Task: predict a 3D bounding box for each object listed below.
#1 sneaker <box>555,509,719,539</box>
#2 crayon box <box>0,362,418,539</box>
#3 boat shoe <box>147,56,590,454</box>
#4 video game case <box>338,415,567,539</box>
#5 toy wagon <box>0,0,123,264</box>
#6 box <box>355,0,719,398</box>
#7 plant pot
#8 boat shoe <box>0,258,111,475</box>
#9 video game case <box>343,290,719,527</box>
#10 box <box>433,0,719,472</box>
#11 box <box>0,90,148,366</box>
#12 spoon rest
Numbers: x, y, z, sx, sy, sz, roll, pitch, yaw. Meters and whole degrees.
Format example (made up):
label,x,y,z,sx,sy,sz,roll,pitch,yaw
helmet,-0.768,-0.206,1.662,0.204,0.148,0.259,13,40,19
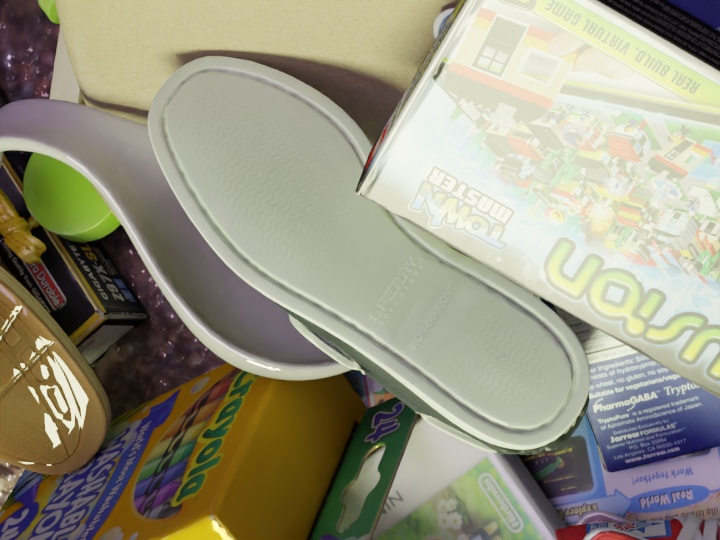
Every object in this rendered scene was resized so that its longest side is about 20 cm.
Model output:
label,x,y,z,sx,sy,sz,roll,pitch,yaw
sneaker,0.148,0.105,0.786,0.200,0.071,0.113,-43,86,0
crayon box,-0.076,0.099,0.853,0.199,0.126,0.052,-26,112,30
boat shoe,0.000,0.000,0.793,0.076,0.060,0.200,-43,80,-9
video game case,0.030,0.181,0.860,0.182,0.022,0.201,-38,82,19
toy wagon,-0.078,-0.077,0.914,0.200,0.040,0.156,-40,72,6
box,0.111,-0.027,0.738,0.199,0.035,0.111,29,120,-5
plant pot,-0.025,-0.169,0.808,0.198,0.177,0.202,1,76,12
boat shoe,-0.179,0.003,0.902,0.199,0.072,0.072,38,114,4
video game case,0.060,0.051,0.875,0.198,0.024,0.184,-13,82,21
box,0.115,-0.027,0.776,0.120,0.032,0.201,-15,116,19
box,-0.214,-0.008,0.980,0.159,0.049,0.201,-40,73,17
spoon rest,-0.073,-0.018,0.839,0.198,0.061,0.100,21,50,11
